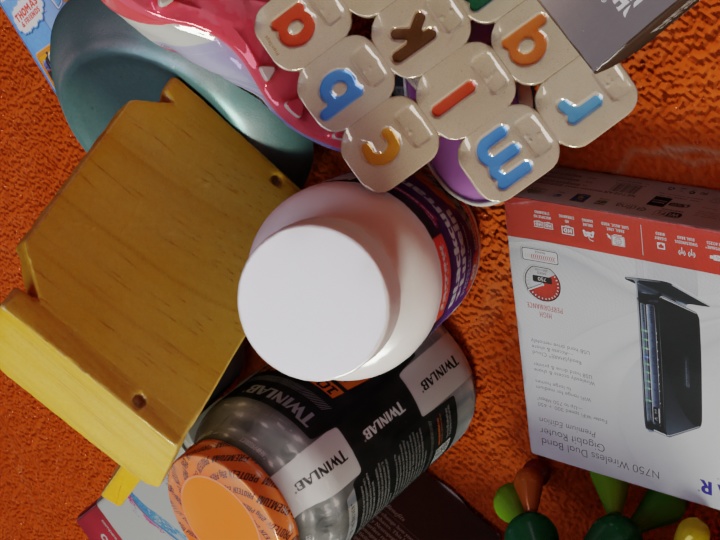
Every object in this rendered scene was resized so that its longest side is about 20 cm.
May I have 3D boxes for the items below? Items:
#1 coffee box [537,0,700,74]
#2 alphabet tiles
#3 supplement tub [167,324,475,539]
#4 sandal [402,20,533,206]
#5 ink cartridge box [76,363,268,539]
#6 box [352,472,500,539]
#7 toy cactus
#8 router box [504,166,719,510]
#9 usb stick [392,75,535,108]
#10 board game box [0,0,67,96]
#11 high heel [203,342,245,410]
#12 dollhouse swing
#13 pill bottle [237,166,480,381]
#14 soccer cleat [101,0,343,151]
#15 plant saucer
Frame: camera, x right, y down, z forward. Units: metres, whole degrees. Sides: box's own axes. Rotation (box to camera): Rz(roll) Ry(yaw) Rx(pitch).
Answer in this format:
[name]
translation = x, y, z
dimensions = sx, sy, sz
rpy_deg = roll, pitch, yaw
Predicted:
[coffee box]
translation = 0.102, -0.210, 0.635
dimensions = 0.114, 0.080, 0.200
rpy_deg = -40, 85, 31
[alphabet tiles]
translation = 0.052, -0.141, 0.711
dimensions = 0.195, 0.015, 0.200
rpy_deg = -36, 89, 7
[supplement tub]
translation = -0.024, 0.110, 0.888
dimensions = 0.122, 0.200, 0.123
rpy_deg = 22, 129, 30
[sandal]
translation = 0.044, -0.134, 0.748
dimensions = 0.082, 0.050, 0.204
rpy_deg = -4, 96, 42
[ink cartridge box]
translation = -0.109, 0.153, 1.037
dimensions = 0.083, 0.146, 0.200
rpy_deg = 52, 139, 2
[box]
translation = -0.003, 0.226, 0.944
dimensions = 0.100, 0.200, 0.075
rpy_deg = 39, 138, 18
[toy cactus]
translation = 0.136, 0.180, 0.812
dimensions = 0.200, 0.165, 0.103
rpy_deg = 24, 131, 43
[router box]
translation = 0.185, 0.043, 0.763
dimensions = 0.199, 0.049, 0.180
rpy_deg = 12, 123, 38
[usb stick]
translation = 0.020, -0.110, 0.834
dimensions = 0.199, 0.033, 0.056
rpy_deg = 11, 129, 38
[board game box]
translation = -0.176, -0.157, 0.984
dimensions = 0.151, 0.037, 0.200
rpy_deg = -26, 98, 49
[high heel]
translation = -0.132, 0.048, 1.053
dimensions = 0.096, 0.067, 0.200
rpy_deg = 43, 124, 5
[dollhouse swing]
translation = -0.148, 0.024, 0.868
dimensions = 0.182, 0.200, 0.176
rpy_deg = 42, 143, -18
[pill bottle]
translation = 0.000, 0.000, 0.779
dimensions = 0.111, 0.200, 0.112
rpy_deg = 3, 101, 14
[soccer cleat]
translation = -0.071, -0.137, 0.804
dimensions = 0.200, 0.067, 0.076
rpy_deg = 31, 173, -15
[plant saucer]
translation = -0.129, -0.100, 0.905
dimensions = 0.199, 0.036, 0.200
rpy_deg = 19, 144, 14
